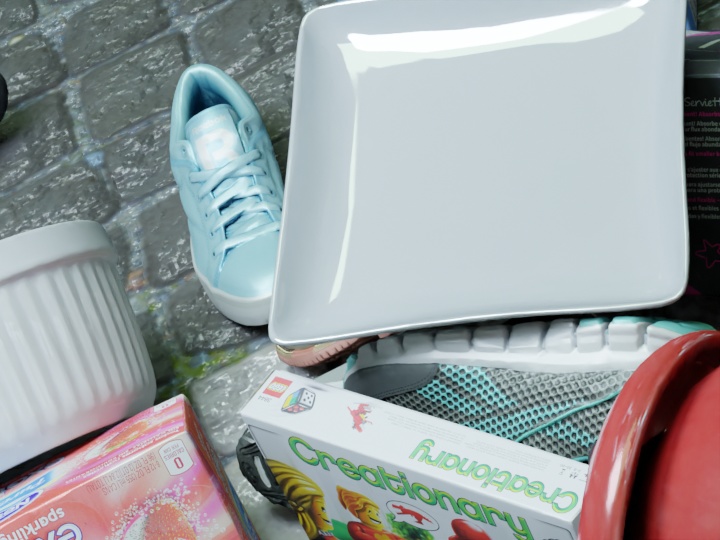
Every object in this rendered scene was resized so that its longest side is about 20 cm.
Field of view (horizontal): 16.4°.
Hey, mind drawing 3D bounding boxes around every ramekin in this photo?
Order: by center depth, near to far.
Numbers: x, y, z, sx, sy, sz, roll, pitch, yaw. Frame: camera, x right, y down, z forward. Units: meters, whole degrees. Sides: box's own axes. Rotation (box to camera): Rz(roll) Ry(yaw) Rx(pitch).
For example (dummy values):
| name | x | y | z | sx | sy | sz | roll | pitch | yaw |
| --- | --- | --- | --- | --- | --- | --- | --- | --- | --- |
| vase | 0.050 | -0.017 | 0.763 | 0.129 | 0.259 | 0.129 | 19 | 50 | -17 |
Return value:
| name | x | y | z | sx | sy | sz | roll | pitch | yaw |
| --- | --- | --- | --- | --- | --- | --- | --- | --- | --- |
| ramekin | -0.203 | 0.065 | 1.314 | 0.200 | 0.200 | 0.105 | -27 | 83 | -1 |

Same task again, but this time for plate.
| name | x | y | z | sx | sy | sz | roll | pitch | yaw |
| --- | --- | --- | --- | --- | --- | --- | --- | --- | --- |
| plate | 0.061 | -0.053 | 1.186 | 0.199 | 0.032 | 0.201 | -7 | 57 | 18 |

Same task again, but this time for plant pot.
| name | x | y | z | sx | sy | sz | roll | pitch | yaw |
| --- | --- | --- | --- | --- | --- | --- | --- | --- | --- |
| plant pot | 0.200 | 0.113 | 1.026 | 0.182 | 0.201 | 0.201 | 5 | 48 | 33 |

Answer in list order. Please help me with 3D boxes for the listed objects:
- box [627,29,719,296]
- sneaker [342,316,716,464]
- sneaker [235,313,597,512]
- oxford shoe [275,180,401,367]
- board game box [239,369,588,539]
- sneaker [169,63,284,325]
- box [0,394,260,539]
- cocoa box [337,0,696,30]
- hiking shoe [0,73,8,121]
| name | x | y | z | sx | sy | sz | roll | pitch | yaw |
| --- | --- | --- | --- | --- | --- | --- | --- | --- | --- |
| box | 0.155 | -0.061 | 1.277 | 0.199 | 0.115 | 0.132 | 4 | 17 | 31 |
| sneaker | 0.073 | 0.070 | 1.164 | 0.200 | 0.077 | 0.092 | -4 | 84 | 38 |
| sneaker | 0.031 | 0.065 | 1.287 | 0.200 | 0.074 | 0.079 | -24 | 19 | 4 |
| oxford shoe | 0.000 | 0.000 | 1.303 | 0.071 | 0.074 | 0.200 | -28 | 0 | -30 |
| board game box | 0.046 | 0.120 | 1.163 | 0.200 | 0.126 | 0.035 | 14 | 53 | 40 |
| sneaker | -0.079 | -0.048 | 1.453 | 0.074 | 0.082 | 0.200 | -27 | 39 | 1 |
| box | -0.152 | 0.156 | 1.230 | 0.199 | 0.103 | 0.095 | -26 | 10 | -1 |
| cocoa box | 0.091 | -0.201 | 1.486 | 0.199 | 0.134 | 0.131 | -11 | 42 | 18 |
| hiking shoe | -0.293 | -0.047 | 1.590 | 0.200 | 0.076 | 0.101 | -42 | 49 | -4 |
